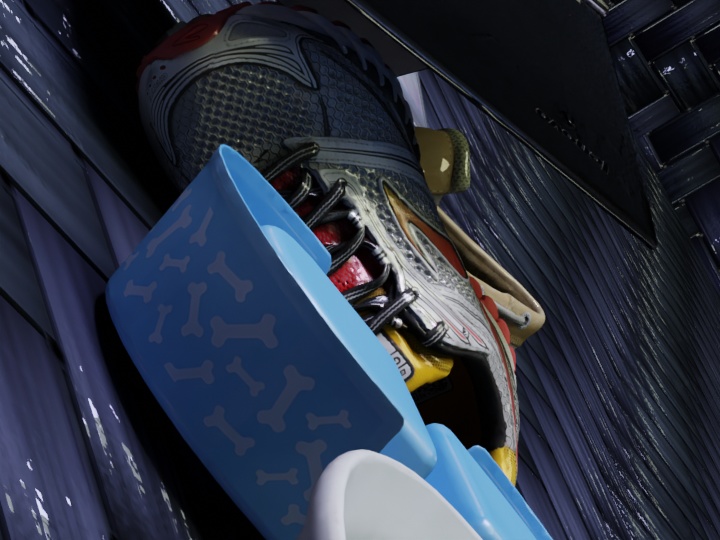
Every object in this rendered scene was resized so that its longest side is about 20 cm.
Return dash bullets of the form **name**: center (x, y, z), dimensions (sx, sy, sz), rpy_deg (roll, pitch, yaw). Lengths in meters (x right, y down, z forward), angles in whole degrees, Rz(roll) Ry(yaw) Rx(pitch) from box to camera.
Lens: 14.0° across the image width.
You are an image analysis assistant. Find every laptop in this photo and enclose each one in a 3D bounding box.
- **laptop**: center (-0.013, -0.090, 0.976), dimensions (0.187, 0.200, 0.116), rpy_deg (37, 62, -29)

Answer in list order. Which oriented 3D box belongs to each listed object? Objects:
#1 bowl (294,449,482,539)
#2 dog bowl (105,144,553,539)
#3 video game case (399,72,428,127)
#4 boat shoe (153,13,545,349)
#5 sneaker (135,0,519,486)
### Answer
- **bowl**: center (0.012, 0.138, 0.480), dimensions (0.201, 0.090, 0.201), rpy_deg (58, 8, -13)
- **dog bowl**: center (0.004, 0.058, 0.782), dimensions (0.200, 0.050, 0.112), rpy_deg (52, 5, -23)
- **video game case**: center (-0.010, -0.141, 1.518), dimensions (0.143, 0.019, 0.200), rpy_deg (57, 10, -18)
- **boat shoe**: center (0.003, -0.030, 1.024), dimensions (0.200, 0.076, 0.072), rpy_deg (50, 14, -46)
- **sneaker**: center (0.000, 0.000, 0.911), dimensions (0.200, 0.078, 0.082), rpy_deg (54, 11, -31)
